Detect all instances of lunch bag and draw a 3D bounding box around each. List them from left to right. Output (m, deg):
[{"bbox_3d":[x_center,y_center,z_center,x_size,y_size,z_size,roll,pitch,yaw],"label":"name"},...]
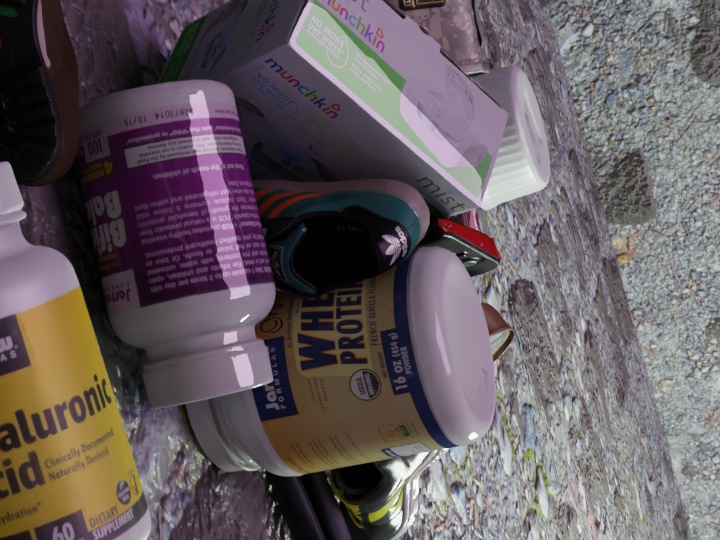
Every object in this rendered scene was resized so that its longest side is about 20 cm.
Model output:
[{"bbox_3d":[0.014,-0.244,1.312,0.118,0.200,0.164,-7,85,-72],"label":"lunch bag"}]

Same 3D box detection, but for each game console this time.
[{"bbox_3d":[0.000,0.000,1.103,0.177,0.200,0.031,11,67,-70],"label":"game console"}]

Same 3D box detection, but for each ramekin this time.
[{"bbox_3d":[0.200,-0.193,1.976,0.200,0.098,0.201,-13,90,-71],"label":"ramekin"}]

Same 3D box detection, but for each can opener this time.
[{"bbox_3d":[-0.025,0.219,1.108,0.063,0.079,0.200,-16,84,-63],"label":"can opener"}]

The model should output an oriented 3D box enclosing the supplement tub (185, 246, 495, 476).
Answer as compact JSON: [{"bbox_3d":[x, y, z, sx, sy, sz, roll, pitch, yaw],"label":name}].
[{"bbox_3d":[-0.015,0.071,1.013,0.144,0.200,0.145,-13,90,-72],"label":"supplement tub"}]

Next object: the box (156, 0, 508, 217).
[{"bbox_3d":[-0.023,-0.118,1.037,0.200,0.176,0.097,38,57,-30],"label":"box"}]

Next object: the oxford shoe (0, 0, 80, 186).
[{"bbox_3d":[-0.208,-0.147,0.825,0.084,0.073,0.200,10,74,-82],"label":"oxford shoe"}]

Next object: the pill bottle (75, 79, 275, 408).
[{"bbox_3d":[-0.118,-0.015,0.912,0.112,0.112,0.200,-5,82,-71],"label":"pill bottle"}]

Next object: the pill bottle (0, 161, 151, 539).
[{"bbox_3d":[-0.182,0.053,0.681,0.111,0.111,0.200,-38,113,-70],"label":"pill bottle"}]

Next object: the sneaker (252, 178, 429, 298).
[{"bbox_3d":[-0.056,-0.020,0.969,0.080,0.200,0.071,-50,128,-57],"label":"sneaker"}]

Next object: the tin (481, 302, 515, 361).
[{"bbox_3d":[0.043,0.099,1.195,0.042,0.200,0.112,52,-10,22],"label":"tin"}]

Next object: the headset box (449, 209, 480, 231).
[{"bbox_3d":[0.014,-0.074,1.217,0.200,0.077,0.149,2,70,-28],"label":"headset box"}]

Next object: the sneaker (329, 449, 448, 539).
[{"bbox_3d":[0.005,0.169,1.141,0.085,0.200,0.074,-20,56,-34],"label":"sneaker"}]
